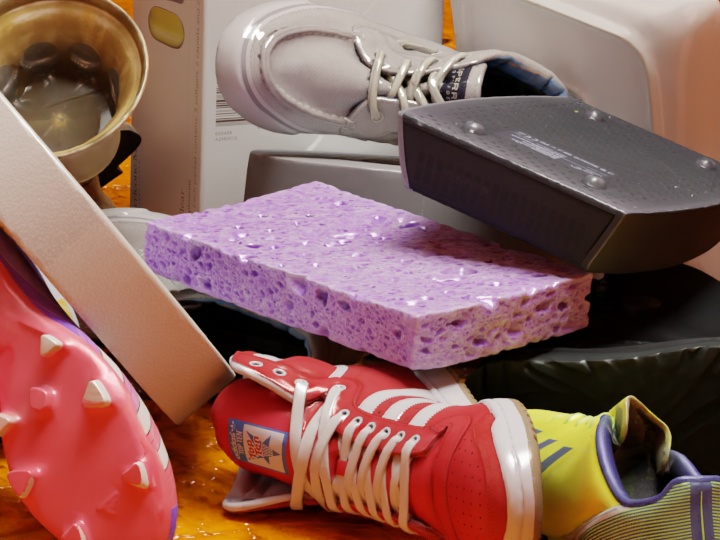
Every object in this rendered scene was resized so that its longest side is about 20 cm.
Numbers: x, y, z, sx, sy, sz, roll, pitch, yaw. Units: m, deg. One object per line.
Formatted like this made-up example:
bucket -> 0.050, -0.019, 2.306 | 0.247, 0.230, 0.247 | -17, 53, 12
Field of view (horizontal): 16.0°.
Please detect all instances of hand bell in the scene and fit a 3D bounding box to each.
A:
hand bell -> -0.150, -0.050, 1.362 | 0.104, 0.200, 0.104 | -2, 59, 4

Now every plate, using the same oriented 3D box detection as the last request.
plate -> 0.120, -0.091, 1.443 | 0.199, 0.200, 0.032 | 25, 46, 38

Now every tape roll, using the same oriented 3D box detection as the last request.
tape roll -> 0.035, -0.026, 1.391 | 0.200, 0.066, 0.200 | 5, 4, 0
tape roll -> -0.132, -0.019, 1.137 | 0.037, 0.203, 0.203 | -40, 23, -4

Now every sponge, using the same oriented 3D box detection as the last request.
sponge -> 0.000, 0.000, 1.194 | 0.111, 0.030, 0.200 | -13, 22, -39

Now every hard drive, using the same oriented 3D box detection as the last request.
hard drive -> 0.107, -0.043, 1.234 | 0.135, 0.042, 0.200 | 26, 16, 23

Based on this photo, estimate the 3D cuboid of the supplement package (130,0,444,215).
supplement package -> -0.045, -0.113, 1.508 | 0.156, 0.200, 0.111 | -5, 17, -26

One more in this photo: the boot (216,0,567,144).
boot -> 0.024, -0.103, 1.359 | 0.096, 0.074, 0.200 | 4, 1, 43

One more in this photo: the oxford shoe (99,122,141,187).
oxford shoe -> -0.177, -0.075, 1.492 | 0.071, 0.071, 0.200 | -34, 4, -12

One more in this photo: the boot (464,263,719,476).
boot -> 0.162, 0.044, 1.196 | 0.200, 0.077, 0.168 | 2, 18, 24

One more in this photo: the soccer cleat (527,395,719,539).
soccer cleat -> 0.104, 0.083, 1.036 | 0.065, 0.084, 0.200 | -3, 16, -16

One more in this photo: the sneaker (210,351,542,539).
sneaker -> 0.002, 0.078, 1.066 | 0.112, 0.071, 0.200 | 2, 7, -15

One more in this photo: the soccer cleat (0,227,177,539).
soccer cleat -> -0.132, 0.043, 1.071 | 0.200, 0.067, 0.076 | 48, 13, 21

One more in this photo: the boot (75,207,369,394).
boot -> -0.095, 0.016, 1.273 | 0.200, 0.074, 0.096 | 7, 13, 20

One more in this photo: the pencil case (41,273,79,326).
pencil case -> -0.209, 0.050, 1.122 | 0.091, 0.083, 0.200 | 27, 25, 22
